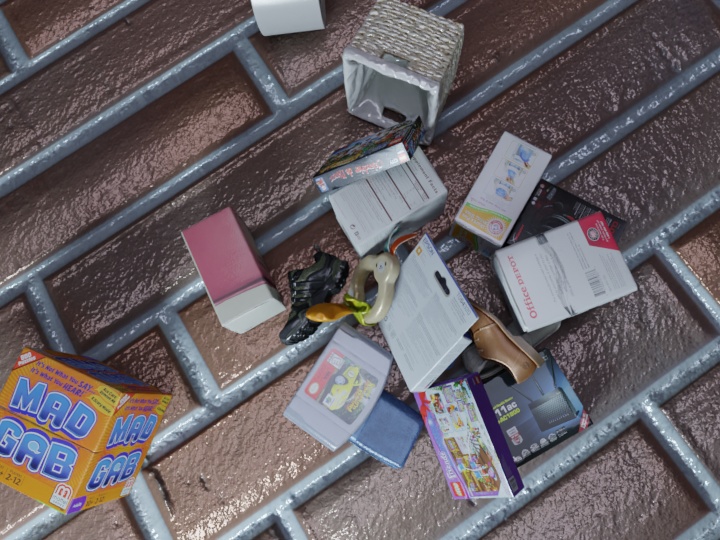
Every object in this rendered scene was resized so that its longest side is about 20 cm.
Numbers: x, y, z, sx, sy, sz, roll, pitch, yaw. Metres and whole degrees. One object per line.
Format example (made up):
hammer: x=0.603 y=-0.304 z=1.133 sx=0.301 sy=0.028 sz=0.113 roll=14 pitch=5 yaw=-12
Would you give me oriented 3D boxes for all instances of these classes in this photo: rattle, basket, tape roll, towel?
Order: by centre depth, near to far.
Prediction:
rattle: x=0.000 y=0.000 z=0.993 sx=0.141 sy=0.201 sz=0.131 roll=17 pitch=36 yaw=-18
towel: x=0.013 y=0.268 z=1.018 sx=0.198 sy=0.049 sz=0.112 roll=30 pitch=77 yaw=12
basket: x=0.086 y=-0.389 z=1.090 sx=0.196 sy=0.200 sz=0.162 roll=25 pitch=74 yaw=9
tape roll: x=-0.153 y=-0.607 z=1.153 sx=0.137 sy=0.203 sz=0.206 roll=-5 pitch=77 yaw=3

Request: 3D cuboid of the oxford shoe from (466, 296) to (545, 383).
oxford shoe: x=0.219 y=0.113 z=0.959 sx=0.071 sy=0.071 sz=0.200 roll=-47 pitch=65 yaw=1

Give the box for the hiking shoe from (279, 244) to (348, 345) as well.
hiking shoe: x=-0.108 y=0.049 z=1.074 sx=0.100 sy=0.076 sz=0.201 roll=29 pitch=72 yaw=18

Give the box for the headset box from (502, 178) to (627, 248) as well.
headset box: x=0.391 y=-0.057 z=1.047 sx=0.198 sy=0.075 sz=0.150 roll=31 pitch=82 yaw=10

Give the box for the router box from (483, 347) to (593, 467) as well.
router box: x=0.289 y=0.253 z=0.992 sx=0.198 sy=0.062 sz=0.151 roll=-29 pitch=75 yaw=-2

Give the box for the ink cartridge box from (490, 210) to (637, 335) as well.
ink cartridge box: x=0.344 y=0.008 z=0.957 sx=0.197 sy=0.083 sz=0.147 roll=-21 pitch=77 yaw=2

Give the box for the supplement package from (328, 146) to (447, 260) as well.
supplement package: x=0.055 y=-0.127 z=1.070 sx=0.198 sy=0.117 sz=0.118 roll=-31 pitch=74 yaw=-3

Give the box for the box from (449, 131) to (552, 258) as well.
box: x=0.264 y=-0.140 z=1.058 sx=0.101 sy=0.113 sz=0.202 roll=30 pitch=81 yaw=9

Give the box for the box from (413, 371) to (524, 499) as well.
box: x=0.181 y=0.287 z=0.950 sx=0.039 sy=0.136 sz=0.203 roll=-15 pitch=81 yaw=-41

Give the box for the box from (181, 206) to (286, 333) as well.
box: x=-0.240 y=0.002 z=1.059 sx=0.108 sy=0.128 sz=0.202 roll=-27 pitch=77 yaw=-3

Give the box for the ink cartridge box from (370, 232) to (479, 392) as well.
ink cartridge box: x=0.114 y=0.074 z=0.968 sx=0.201 sy=0.043 sz=0.198 roll=-53 pitch=46 yaw=32

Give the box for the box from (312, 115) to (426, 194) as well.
box: x=0.018 y=-0.220 z=1.051 sx=0.198 sy=0.137 sz=0.038 roll=-16 pitch=117 yaw=29

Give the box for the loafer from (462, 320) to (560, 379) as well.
loafer: x=0.282 y=0.138 z=1.008 sx=0.198 sy=0.070 sz=0.070 roll=-31 pitch=120 yaw=2

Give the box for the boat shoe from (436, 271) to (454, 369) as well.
boat shoe: x=0.135 y=0.082 z=1.028 sx=0.068 sy=0.084 sz=0.203 roll=-1 pitch=74 yaw=-20

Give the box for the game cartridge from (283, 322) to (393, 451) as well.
game cartridge: x=-0.031 y=0.211 z=0.996 sx=0.132 sy=0.041 sz=0.201 roll=32 pitch=77 yaw=8

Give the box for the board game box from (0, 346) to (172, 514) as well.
board game box: x=-0.499 y=0.276 z=0.980 sx=0.197 sy=0.200 sz=0.202 roll=20 pitch=79 yaw=9
